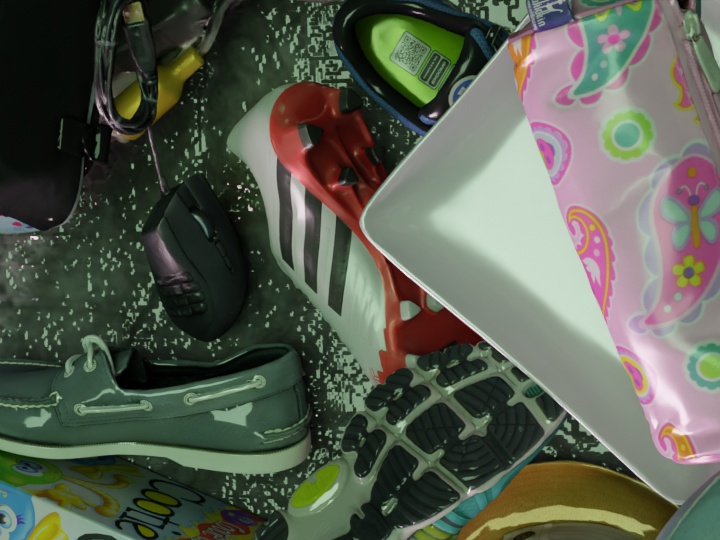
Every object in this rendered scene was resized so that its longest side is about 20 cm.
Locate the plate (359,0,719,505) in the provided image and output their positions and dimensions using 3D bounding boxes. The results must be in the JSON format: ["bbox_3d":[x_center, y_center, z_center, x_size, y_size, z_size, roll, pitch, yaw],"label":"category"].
[{"bbox_3d":[0.134,-0.032,0.763,0.200,0.032,0.200,40,102,2],"label":"plate"}]

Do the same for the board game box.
[{"bbox_3d":[-0.153,0.155,0.891,0.198,0.103,0.106,20,99,13],"label":"board game box"}]

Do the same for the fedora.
[{"bbox_3d":[0.092,0.192,0.836,0.198,0.082,0.203,1,95,15],"label":"fedora"}]

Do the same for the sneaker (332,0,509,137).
[{"bbox_3d":[0.067,-0.072,0.820,0.199,0.089,0.079,28,102,12],"label":"sneaker"}]

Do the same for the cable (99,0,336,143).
[{"bbox_3d":[-0.069,-0.136,0.864,0.199,0.050,0.098,-24,55,21],"label":"cable"}]

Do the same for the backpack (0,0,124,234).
[{"bbox_3d":[-0.232,-0.107,0.859,0.199,0.150,0.180,5,90,46],"label":"backpack"}]

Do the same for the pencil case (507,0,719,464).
[{"bbox_3d":[0.128,-0.025,0.705,0.087,0.087,0.202,-19,96,16],"label":"pencil case"}]

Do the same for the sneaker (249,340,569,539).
[{"bbox_3d":[0.020,0.111,0.819,0.200,0.080,0.078,-42,54,5],"label":"sneaker"}]

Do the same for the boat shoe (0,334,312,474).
[{"bbox_3d":[-0.122,0.057,0.886,0.198,0.073,0.062,6,114,7],"label":"boat shoe"}]

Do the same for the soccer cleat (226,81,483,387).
[{"bbox_3d":[0.000,0.000,0.862,0.085,0.068,0.201,-12,111,53],"label":"soccer cleat"}]

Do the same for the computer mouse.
[{"bbox_3d":[-0.087,-0.047,0.841,0.034,0.059,0.201,11,134,29],"label":"computer mouse"}]

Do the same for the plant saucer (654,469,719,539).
[{"bbox_3d":[0.169,0.162,0.780,0.039,0.200,0.203,20,101,48],"label":"plant saucer"}]
